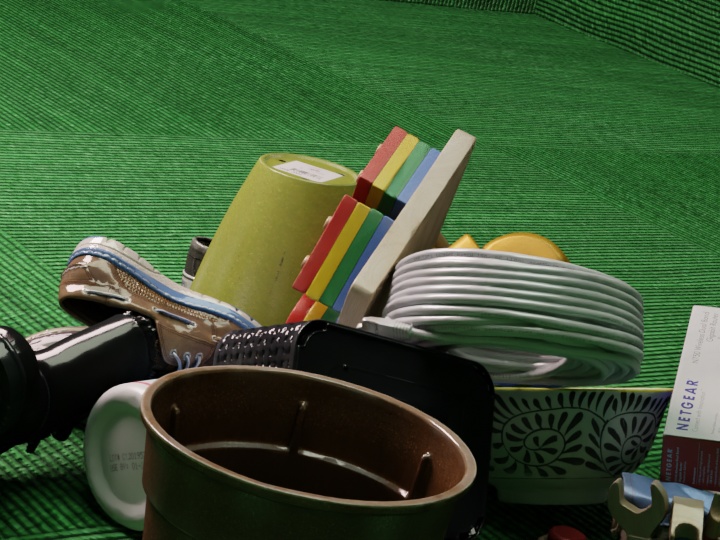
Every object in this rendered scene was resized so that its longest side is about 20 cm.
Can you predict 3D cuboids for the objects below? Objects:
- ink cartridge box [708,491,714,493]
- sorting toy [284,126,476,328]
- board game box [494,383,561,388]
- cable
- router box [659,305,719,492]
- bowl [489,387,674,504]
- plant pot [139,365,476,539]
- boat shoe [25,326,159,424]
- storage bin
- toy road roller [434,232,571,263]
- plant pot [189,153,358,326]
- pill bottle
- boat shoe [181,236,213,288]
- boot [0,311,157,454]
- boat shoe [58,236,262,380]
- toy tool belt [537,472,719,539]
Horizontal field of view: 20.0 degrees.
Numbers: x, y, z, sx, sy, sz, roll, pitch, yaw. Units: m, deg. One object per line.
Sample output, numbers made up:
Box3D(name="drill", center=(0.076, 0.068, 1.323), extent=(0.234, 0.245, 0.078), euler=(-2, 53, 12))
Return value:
Box3D(name="ink cartridge box", center=(0.380, 0.144, 1.766), extent=(0.200, 0.147, 0.086), euler=(26, 14, 36))
Box3D(name="sorting toy", center=(0.000, 0.000, 1.648), extent=(0.070, 0.200, 0.199), euler=(29, 51, 7))
Box3D(name="board game box", center=(0.076, 0.107, 1.769), extent=(0.200, 0.103, 0.019), euler=(2, 64, -33))
Box3D(name="cable", center=(0.115, 0.040, 1.532), extent=(0.200, 0.069, 0.200), euler=(1, -15, 23))
Box3D(name="router box", center=(0.340, 0.107, 1.620), extent=(0.179, 0.049, 0.200), euler=(6, 31, 13))
Box3D(name="bowl", center=(0.155, 0.141, 1.659), extent=(0.200, 0.094, 0.201), euler=(1, -3, 0))
Box3D(name="plant pot", center=(-0.049, 0.185, 1.216), extent=(0.200, 0.199, 0.200), euler=(11, 16, -3))
Box3D(name="boat shoe", center=(-0.188, 0.095, 1.635), extent=(0.200, 0.075, 0.073), euler=(8, 16, -10))
Box3D(name="storage bin", center=(-0.006, 0.121, 1.472), extent=(0.200, 0.135, 0.094), euler=(17, -17, -40))
Box3D(name="toy road roller", center=(0.110, 0.009, 1.839), extent=(0.200, 0.146, 0.123), euler=(54, 3, 28))
Box3D(name="plant pot", center=(-0.063, 0.005, 1.804), extent=(0.187, 0.200, 0.187), euler=(12, 16, -4))
Box3D(name="pill bottle", center=(-0.100, 0.128, 1.527), extent=(0.109, 0.109, 0.200), euler=(26, 21, 39))
Box3D(name="boat shoe", center=(-0.076, 0.007, 2.030), extent=(0.200, 0.064, 0.071), euler=(8, 17, -15))
Box3D(name="boot", center=(-0.220, 0.074, 1.474), extent=(0.162, 0.198, 0.073), euler=(-23, 74, -31))
Box3D(name="boat shoe", center=(-0.151, 0.055, 1.608), extent=(0.200, 0.072, 0.072), euler=(29, 47, -5))
Box3D(name="toy tool belt", center=(0.235, 0.194, 1.533), extent=(0.200, 0.123, 0.125), euler=(12, 16, 0))
